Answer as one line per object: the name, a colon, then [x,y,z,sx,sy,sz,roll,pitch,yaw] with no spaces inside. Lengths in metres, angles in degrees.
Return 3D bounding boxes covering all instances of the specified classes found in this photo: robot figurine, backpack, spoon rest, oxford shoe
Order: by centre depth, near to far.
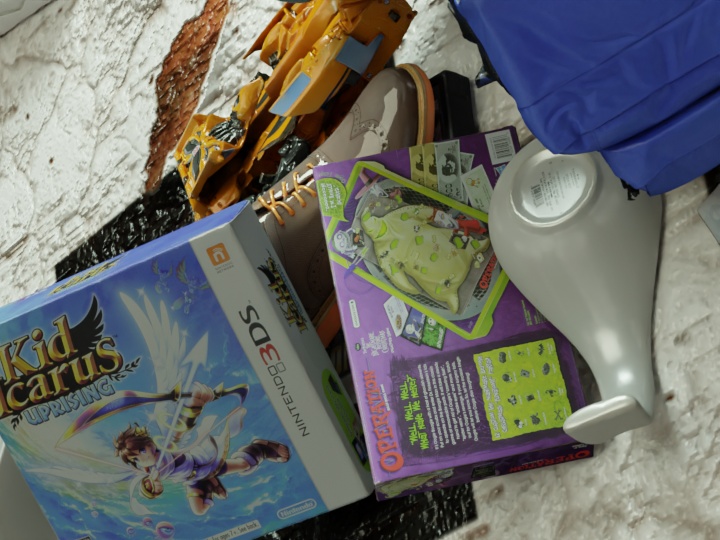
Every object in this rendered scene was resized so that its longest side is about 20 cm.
backpack: [0.125,-0.138,1.007,0.162,0.168,0.200,-26,22,5]
spoon rest: [0.118,0.006,1.069,0.099,0.061,0.201,-22,50,20]
oxford shoe: [-0.022,-0.034,1.200,0.071,0.073,0.200,43,111,48]
robot figurine: [-0.049,-0.107,1.280,0.200,0.058,0.145,-51,26,12]

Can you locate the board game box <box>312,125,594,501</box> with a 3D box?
board game box: [0.048,0.020,1.116,0.032,0.120,0.201,87,173,-60]

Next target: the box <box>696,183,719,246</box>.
box: [0.250,-0.005,0.926,0.137,0.038,0.200,-52,44,27]

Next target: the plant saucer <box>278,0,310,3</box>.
plant saucer: [0.027,-0.204,1.153,0.200,0.200,0.027,-21,105,46]

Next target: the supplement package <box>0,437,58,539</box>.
supplement package: [-0.213,0.188,1.336,0.111,0.155,0.201,17,91,51]

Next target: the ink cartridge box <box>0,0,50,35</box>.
ink cartridge box: [-0.298,-0.309,1.655,0.146,0.086,0.201,-24,59,45]

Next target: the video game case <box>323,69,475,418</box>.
video game case: [0.000,0.000,1.240,0.200,0.025,0.181,-28,58,43]

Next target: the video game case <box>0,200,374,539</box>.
video game case: [-0.114,0.079,1.202,0.199,0.045,0.182,-23,102,20]
